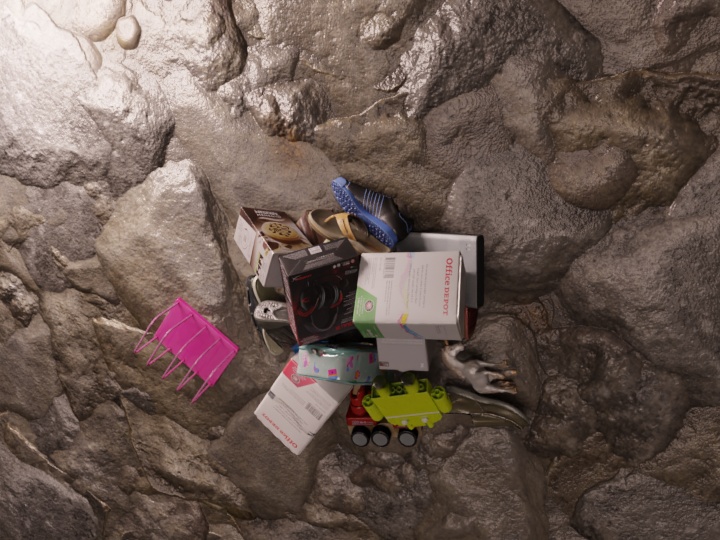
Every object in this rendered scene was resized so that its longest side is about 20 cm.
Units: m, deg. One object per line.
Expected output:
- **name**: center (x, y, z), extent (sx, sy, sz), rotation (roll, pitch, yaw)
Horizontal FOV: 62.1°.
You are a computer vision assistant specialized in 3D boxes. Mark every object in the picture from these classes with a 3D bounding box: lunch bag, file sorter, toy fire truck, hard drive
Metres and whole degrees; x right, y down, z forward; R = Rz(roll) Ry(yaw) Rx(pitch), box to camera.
- **lunch bag**: center (-0.033, 0.191, 1.260), extent (0.158, 0.198, 0.079), rotation (5, 85, 42)
- **file sorter**: center (-0.430, 0.200, 1.461), extent (0.199, 0.126, 0.140), rotation (40, 114, 0)
- **toy fire truck**: center (0.049, 0.281, 1.366), extent (0.172, 0.129, 0.204), rotation (-4, 116, 17)
- **hard drive**: center (0.160, -0.006, 1.223), extent (0.197, 0.033, 0.143), rotation (7, 103, 42)

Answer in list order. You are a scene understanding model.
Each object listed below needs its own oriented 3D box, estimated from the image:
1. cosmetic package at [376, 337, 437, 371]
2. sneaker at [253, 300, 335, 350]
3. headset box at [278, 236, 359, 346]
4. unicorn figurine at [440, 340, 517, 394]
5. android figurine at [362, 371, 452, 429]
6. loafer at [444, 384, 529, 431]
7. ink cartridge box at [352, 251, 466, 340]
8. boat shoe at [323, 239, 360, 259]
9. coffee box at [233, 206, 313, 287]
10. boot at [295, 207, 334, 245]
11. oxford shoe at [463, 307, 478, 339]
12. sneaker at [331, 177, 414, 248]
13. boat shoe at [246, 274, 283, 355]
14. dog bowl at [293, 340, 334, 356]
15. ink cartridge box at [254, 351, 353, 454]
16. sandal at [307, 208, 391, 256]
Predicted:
- **cosmetic package**: center (0.105, 0.124, 1.241), extent (0.104, 0.200, 0.092), rotation (-1, 108, 15)
- **sneaker**: center (-0.132, 0.129, 1.329), extent (0.195, 0.077, 0.115), rotation (6, 146, 19)
- **headset box**: center (-0.074, 0.052, 1.198), extent (0.146, 0.075, 0.203), rotation (-16, 128, -15)
- **unicorn figurine**: center (0.253, 0.213, 1.272), extent (0.135, 0.074, 0.202), rotation (-5, 129, 33)
- **android figurine**: center (0.098, 0.275, 1.230), extent (0.178, 0.042, 0.201), rotation (-10, 138, 17)
- **loafer**: center (0.272, 0.316, 1.317), extent (0.196, 0.075, 0.071), rotation (16, 73, 19)
- **ink cartridge box**: center (0.096, 0.047, 1.125), extent (0.195, 0.148, 0.088), rotation (-2, 152, 19)
- **boat shoe**: center (0.000, 0.000, 1.271), extent (0.200, 0.073, 0.063), rotation (43, 120, 0)
- **coffee box**: center (-0.179, -0.050, 1.258), extent (0.200, 0.111, 0.081), rotation (48, 126, 46)
- **boot**: center (-0.114, -0.029, 1.330), extent (0.183, 0.064, 0.203), rotation (-20, 103, 12)
- **oxford shoe**: center (0.204, 0.046, 1.267), extent (0.073, 0.070, 0.205), rotation (-2, 101, 30)
- **sneaker**: center (0.026, -0.134, 1.257), extent (0.200, 0.078, 0.071), rotation (45, 156, 16)
- **boat shoe**: center (-0.226, 0.101, 1.405), extent (0.065, 0.074, 0.203), rotation (7, 121, 44)
- **dog bowl**: center (-0.119, 0.228, 1.423), extent (0.109, 0.050, 0.204), rotation (21, 111, 8)
- **ink cartridge box**: center (-0.132, 0.297, 1.364), extent (0.144, 0.084, 0.201), rotation (40, 120, 8)
- **sandal**: center (-0.017, -0.083, 1.224), extent (0.198, 0.080, 0.055), rotation (31, 126, 19)
